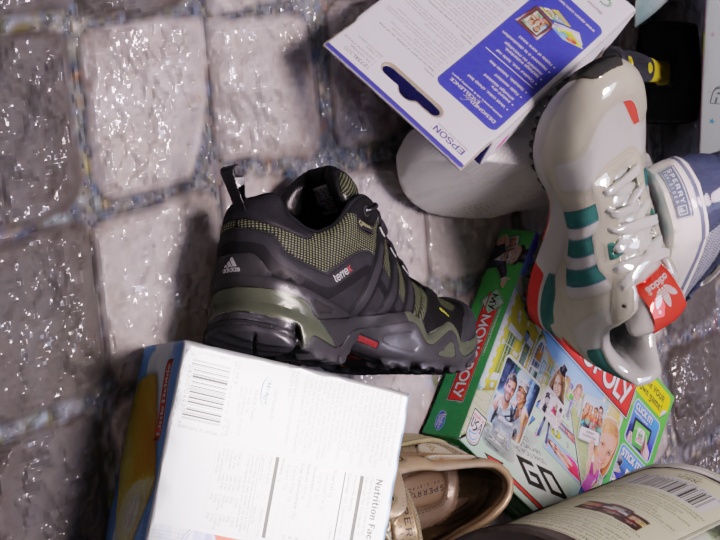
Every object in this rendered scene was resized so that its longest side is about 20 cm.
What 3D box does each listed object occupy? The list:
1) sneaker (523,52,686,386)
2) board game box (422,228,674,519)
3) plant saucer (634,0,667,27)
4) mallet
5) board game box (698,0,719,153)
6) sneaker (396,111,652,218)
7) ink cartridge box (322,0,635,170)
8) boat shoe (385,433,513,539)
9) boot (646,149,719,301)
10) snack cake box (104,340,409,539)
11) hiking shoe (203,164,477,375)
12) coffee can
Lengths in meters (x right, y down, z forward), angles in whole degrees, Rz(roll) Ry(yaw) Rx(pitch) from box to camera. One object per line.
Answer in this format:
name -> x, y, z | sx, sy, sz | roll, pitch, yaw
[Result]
sneaker -> 0.141, -0.021, 1.009 | 0.070, 0.093, 0.201 | -28, 142, -26
board game box -> 0.118, 0.086, 1.138 | 0.200, 0.029, 0.136 | 45, 60, -43
plant saucer -> 0.188, -0.244, 1.121 | 0.201, 0.038, 0.204 | 6, 90, -82
mallet -> 0.171, -0.130, 1.136 | 0.200, 0.041, 0.067 | 10, 80, -71
board game box -> 0.243, -0.151, 1.172 | 0.148, 0.064, 0.202 | -68, 157, -57
sneaker -> 0.086, -0.081, 1.068 | 0.199, 0.075, 0.089 | 1, 72, -49
ink cartridge box -> 0.062, -0.120, 1.002 | 0.095, 0.037, 0.200 | 42, 44, 6
boat shoe -> 0.002, 0.125, 0.966 | 0.199, 0.064, 0.072 | -19, 107, -48
boot -> 0.200, -0.017, 1.107 | 0.089, 0.200, 0.073 | -15, 76, -8
snack cake box -> -0.056, 0.142, 0.860 | 0.114, 0.067, 0.202 | 15, 80, -22
hiking shoe -> 0.000, 0.000, 0.948 | 0.199, 0.075, 0.102 | 10, 80, -57
coffee can -> 0.132, 0.191, 1.012 | 0.199, 0.145, 0.148 | -8, 98, -56
